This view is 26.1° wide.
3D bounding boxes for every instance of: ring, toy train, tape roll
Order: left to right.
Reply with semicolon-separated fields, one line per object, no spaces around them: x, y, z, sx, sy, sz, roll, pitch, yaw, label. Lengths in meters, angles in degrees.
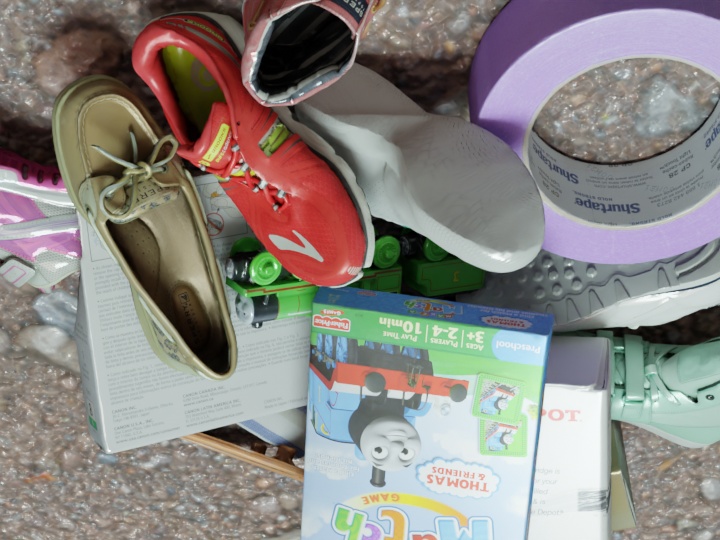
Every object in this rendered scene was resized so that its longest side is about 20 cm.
-0.105;0.123;1.144;0.199;0.019;0.200;19;170;3;ring
0.000;0.000;1.031;0.199;0.042;0.057;-8;113;-30;toy train
0.168;-0.098;0.978;0.199;0.066;0.201;1;133;1;tape roll

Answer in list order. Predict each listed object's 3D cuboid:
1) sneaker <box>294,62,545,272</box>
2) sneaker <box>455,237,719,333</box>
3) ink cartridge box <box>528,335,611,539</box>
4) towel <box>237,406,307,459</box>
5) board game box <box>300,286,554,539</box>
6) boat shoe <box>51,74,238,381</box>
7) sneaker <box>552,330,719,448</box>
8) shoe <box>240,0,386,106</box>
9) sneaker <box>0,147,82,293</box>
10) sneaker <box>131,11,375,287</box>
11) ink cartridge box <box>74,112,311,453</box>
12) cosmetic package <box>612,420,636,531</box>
0.038;-0.051;0.964;0.075;0.200;0.089;-33;144;-23;sneaker
0.167;0.015;1.084;0.199;0.077;0.081;-8;153;15;sneaker
0.100;0.148;1.073;0.145;0.084;0.201;2;113;12;ink cartridge box
-0.023;0.073;1.148;0.147;0.024;0.200;34;132;-31;towel
0.040;0.115;1.006;0.150;0.037;0.201;7;114;10;board game box
-0.123;-0.026;0.947;0.073;0.063;0.201;-31;111;-17;boat shoe
0.204;0.064;1.105;0.200;0.074;0.118;15;148;-21;sneaker
0.003;-0.177;0.885;0.071;0.091;0.200;33;125;-27;shoe
-0.224;-0.030;1.012;0.199;0.081;0.089;7;102;-5;sneaker
-0.072;-0.067;0.931;0.077;0.085;0.200;-41;82;26;sneaker
-0.110;0.005;1.021;0.160;0.050;0.201;-11;102;-24;ink cartridge box
0.103;0.154;1.189;0.199;0.105;0.071;-13;132;10;cosmetic package
